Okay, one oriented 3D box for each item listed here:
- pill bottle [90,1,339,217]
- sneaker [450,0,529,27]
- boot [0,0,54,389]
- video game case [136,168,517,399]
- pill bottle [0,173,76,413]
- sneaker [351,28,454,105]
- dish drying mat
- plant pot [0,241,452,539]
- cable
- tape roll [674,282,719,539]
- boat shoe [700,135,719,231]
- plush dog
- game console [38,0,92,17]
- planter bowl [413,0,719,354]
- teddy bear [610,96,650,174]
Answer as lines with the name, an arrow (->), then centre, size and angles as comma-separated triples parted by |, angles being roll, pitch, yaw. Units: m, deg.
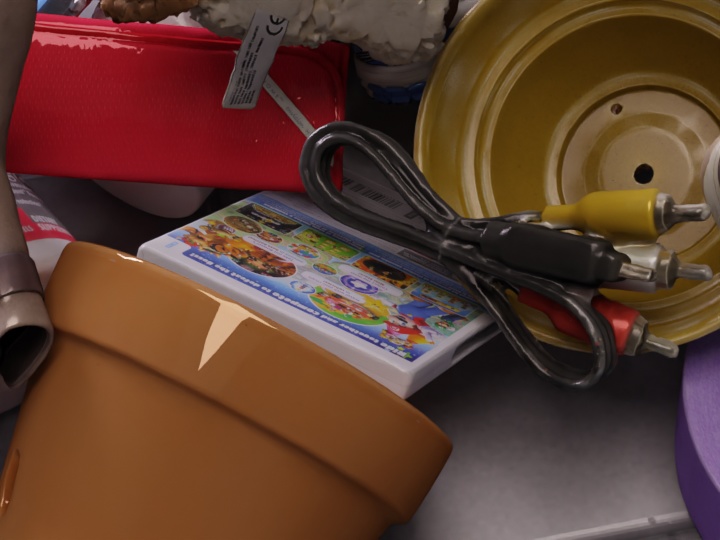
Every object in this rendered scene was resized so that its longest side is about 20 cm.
pill bottle -> -0.071, -0.132, 1.215 | 0.116, 0.116, 0.200 | 24, 63, 17
sneaker -> 0.111, -0.170, 1.174 | 0.200, 0.081, 0.076 | -34, 46, -18
boot -> -0.173, -0.022, 1.020 | 0.070, 0.200, 0.146 | 5, 39, -41
video game case -> 0.000, 0.000, 1.114 | 0.143, 0.018, 0.200 | 25, 22, 18
pill bottle -> -0.226, -0.028, 1.164 | 0.111, 0.111, 0.200 | -35, 63, -17
sneaker -> 0.058, -0.183, 1.209 | 0.077, 0.085, 0.200 | 17, 64, 39
dish drying mat -> -0.106, -0.081, 1.115 | 0.199, 0.018, 0.077 | 4, 85, -8
plant pot -> -0.076, 0.096, 1.045 | 0.200, 0.200, 0.140 | 24, 80, 17
cable -> 0.062, -0.007, 1.076 | 0.200, 0.050, 0.097 | 17, 100, 26
tape roll -> 0.251, 0.073, 1.098 | 0.199, 0.066, 0.201 | -2, 58, 2
boat shoe -> 0.222, 0.019, 1.018 | 0.072, 0.065, 0.200 | -33, 90, 0
plush dog -> -0.058, -0.187, 1.086 | 0.160, 0.200, 0.172 | -24, 38, 1
game console -> -0.217, -0.192, 1.193 | 0.172, 0.119, 0.200 | -1, 37, -28
planter bowl -> 0.132, -0.053, 1.121 | 0.200, 0.083, 0.201 | -3, 79, 16
teddy bear -> 0.127, -0.147, 1.241 | 0.145, 0.067, 0.200 | 10, 59, 12
